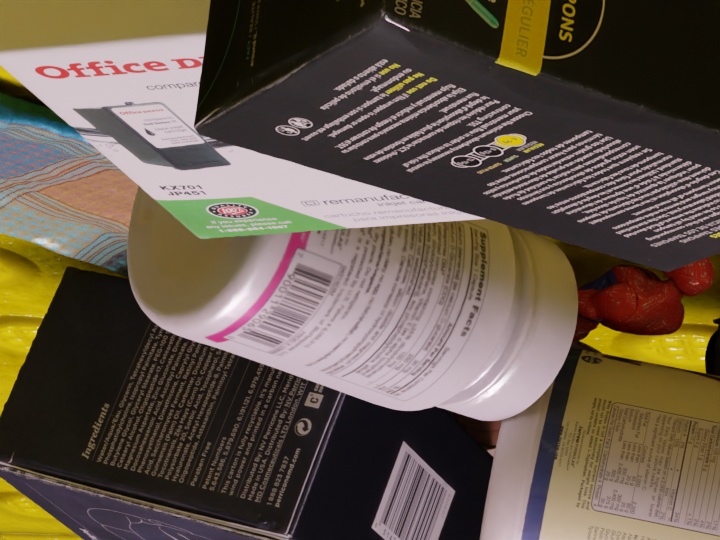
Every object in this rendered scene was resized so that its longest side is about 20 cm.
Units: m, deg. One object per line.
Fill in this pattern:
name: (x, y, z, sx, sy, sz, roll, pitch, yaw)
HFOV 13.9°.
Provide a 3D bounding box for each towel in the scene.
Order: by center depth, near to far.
towel: (-0.143, -0.039, 1.439, 0.199, 0.022, 0.146, 20, 157, -36)

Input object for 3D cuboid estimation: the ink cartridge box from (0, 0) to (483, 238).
ink cartridge box: (-0.039, -0.088, 1.171, 0.146, 0.084, 0.200, -3, 158, 22)

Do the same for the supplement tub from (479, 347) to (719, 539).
supplement tub: (0.165, 0.123, 1.458, 0.199, 0.146, 0.145, 11, 162, 7)

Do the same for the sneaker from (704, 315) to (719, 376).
sneaker: (0.229, 0.043, 1.501, 0.098, 0.071, 0.200, 9, 159, 0)

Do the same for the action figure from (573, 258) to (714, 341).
action figure: (0.098, 0.023, 1.512, 0.199, 0.052, 0.065, -15, 157, 39)

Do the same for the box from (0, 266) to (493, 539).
box: (-0.055, 0.107, 1.557, 0.196, 0.125, 0.200, 10, 159, 31)

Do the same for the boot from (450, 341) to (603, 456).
boot: (0.076, 0.078, 1.658, 0.199, 0.071, 0.146, 0, 164, 29)

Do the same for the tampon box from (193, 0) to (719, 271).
tampon box: (0.067, -0.105, 0.991, 0.199, 0.151, 0.126, 15, 159, -28)

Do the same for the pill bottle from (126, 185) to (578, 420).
pill bottle: (0.000, 0.000, 1.370, 0.199, 0.114, 0.113, 21, 155, -39)
